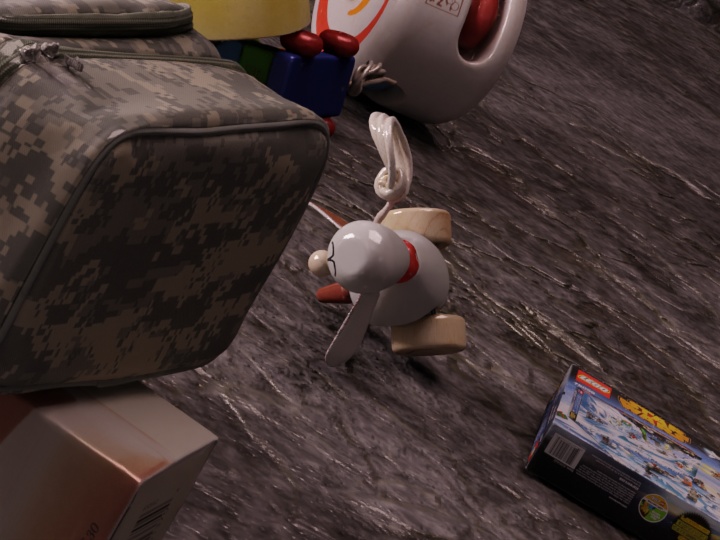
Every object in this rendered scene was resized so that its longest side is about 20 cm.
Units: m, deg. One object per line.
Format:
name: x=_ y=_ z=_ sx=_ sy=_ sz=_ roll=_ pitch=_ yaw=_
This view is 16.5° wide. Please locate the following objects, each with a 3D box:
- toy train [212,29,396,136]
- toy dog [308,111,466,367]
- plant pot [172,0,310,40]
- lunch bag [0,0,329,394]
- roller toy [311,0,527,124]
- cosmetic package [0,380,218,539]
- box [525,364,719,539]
toy train: x=-0.061 y=-0.162 z=1.988 sx=0.115 sy=0.085 sz=0.200 roll=22 pitch=12 yaw=20
toy dog: x=0.000 y=0.000 z=1.552 sx=0.200 sy=0.096 sz=0.132 roll=57 pitch=28 yaw=-57
plant pot: x=-0.135 y=-0.264 z=1.897 sx=0.199 sy=0.143 sz=0.200 roll=3 pitch=16 yaw=-1
lunch bag: x=-0.136 y=-0.050 z=1.032 sx=0.167 sy=0.140 sz=0.200 roll=35 pitch=21 yaw=23
roller toy: x=0.047 y=-0.234 z=2.175 sx=0.139 sy=0.200 sz=0.183 roll=21 pitch=38 yaw=-28
cosmetic package: x=-0.175 y=0.064 z=1.053 sx=0.200 sy=0.104 sz=0.087 roll=33 pitch=18 yaw=13
box: x=0.205 y=0.143 z=1.596 sx=0.199 sy=0.040 sz=0.137 roll=31 pitch=17 yaw=2
